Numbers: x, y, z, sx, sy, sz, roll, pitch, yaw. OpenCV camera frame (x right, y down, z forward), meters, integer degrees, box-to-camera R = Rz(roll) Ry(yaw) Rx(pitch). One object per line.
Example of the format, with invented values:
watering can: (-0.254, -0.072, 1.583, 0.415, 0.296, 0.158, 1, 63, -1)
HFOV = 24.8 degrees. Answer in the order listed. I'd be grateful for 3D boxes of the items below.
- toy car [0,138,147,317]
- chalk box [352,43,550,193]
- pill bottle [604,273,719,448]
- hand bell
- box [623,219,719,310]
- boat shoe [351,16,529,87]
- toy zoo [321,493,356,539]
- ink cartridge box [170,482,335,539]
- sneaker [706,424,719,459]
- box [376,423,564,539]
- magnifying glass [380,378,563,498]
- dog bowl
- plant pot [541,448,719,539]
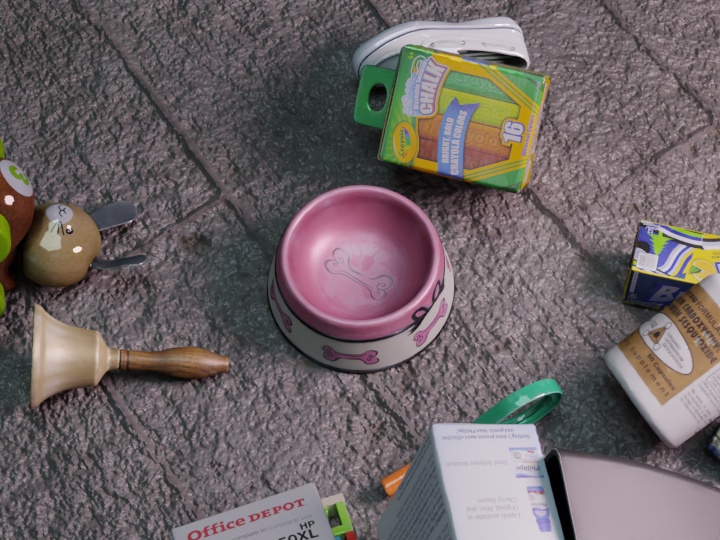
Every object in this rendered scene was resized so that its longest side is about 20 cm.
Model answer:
toy car: (-0.321, -0.042, 1.685, 0.198, 0.159, 0.165, 2, 41, -17)
chalk box: (0.090, -0.166, 1.723, 0.198, 0.124, 0.126, 13, 99, 7)
pill bottle: (0.346, 0.069, 1.583, 0.199, 0.114, 0.115, -38, 65, 6)
hand bell: (-0.232, 0.089, 1.650, 0.197, 0.104, 0.105, 2, 60, -11)
box: (0.374, 0.011, 1.675, 0.198, 0.070, 0.065, 13, 60, 8)
boat shoe: (0.092, -0.235, 1.808, 0.198, 0.074, 0.067, -15, 48, -8)
toy zoo: (-0.053, 0.304, 1.516, 0.130, 0.021, 0.201, -16, 44, -6)
ink cartridge box: (-0.076, 0.304, 1.444, 0.143, 0.085, 0.201, -17, 43, -7)
sneaker: (0.434, 0.135, 1.614, 0.200, 0.077, 0.085, -42, 78, -11)
box: (0.101, 0.266, 1.448, 0.104, 0.185, 0.202, 2, 54, -17)
magnifying glass: (0.110, 0.165, 1.602, 0.198, 0.080, 0.023, -28, 67, -2)
dog bowl: (0.000, 0.000, 1.688, 0.197, 0.074, 0.202, -1, 62, 1)
plant pot: (0.241, 0.287, 1.465, 0.175, 0.200, 0.202, 0, 60, -15)
